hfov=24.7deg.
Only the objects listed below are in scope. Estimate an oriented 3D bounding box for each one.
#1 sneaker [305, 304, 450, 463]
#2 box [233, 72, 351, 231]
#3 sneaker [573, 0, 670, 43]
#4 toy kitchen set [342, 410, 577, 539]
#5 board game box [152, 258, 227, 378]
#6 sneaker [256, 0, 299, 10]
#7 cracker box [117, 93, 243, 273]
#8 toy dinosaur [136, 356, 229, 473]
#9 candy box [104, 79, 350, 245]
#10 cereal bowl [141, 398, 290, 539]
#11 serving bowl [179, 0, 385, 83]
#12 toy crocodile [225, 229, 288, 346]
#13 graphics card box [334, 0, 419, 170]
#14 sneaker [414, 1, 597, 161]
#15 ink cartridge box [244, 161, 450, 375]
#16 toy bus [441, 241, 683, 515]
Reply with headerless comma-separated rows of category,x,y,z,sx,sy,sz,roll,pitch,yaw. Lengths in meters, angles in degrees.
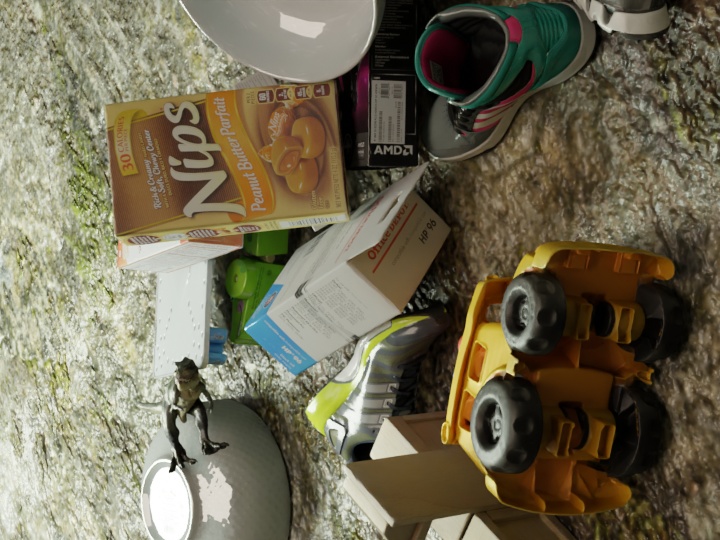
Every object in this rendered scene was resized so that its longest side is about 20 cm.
sneaker,0.028,0.102,1.436,0.081,0.074,0.200,56,137,20
box,-0.064,-0.114,1.504,0.200,0.041,0.039,58,175,46
sneaker,0.159,-0.249,1.246,0.200,0.066,0.091,35,136,40
toy kitchen set,0.045,0.246,1.337,0.200,0.162,0.181,46,124,39
board game box,-0.166,0.002,1.626,0.200,0.026,0.202,162,111,-69
sneaker,-0.070,-0.244,1.492,0.200,0.080,0.084,168,118,-71
cracker box,-0.168,-0.077,1.528,0.200,0.057,0.135,-15,71,62
toy dinosaur,-0.170,0.141,1.573,0.089,0.047,0.200,68,155,9
candy box,-0.112,-0.091,1.400,0.055,0.198,0.116,78,-174,-81
cereal bowl,-0.160,0.230,1.646,0.199,0.083,0.202,1,91,49
serving bowl,-0.061,-0.253,1.339,0.199,0.066,0.201,19,137,19
toy crocodile,-0.094,-0.027,1.570,0.062,0.067,0.202,18,103,54
graphics card box,0.011,-0.187,1.422,0.125,0.050,0.202,-170,79,-72
sneaker,0.083,-0.148,1.311,0.200,0.120,0.084,-40,61,44
ink cartridge box,0.000,0.000,1.411,0.068,0.116,0.200,43,138,-13
toy bus,0.137,0.062,1.265,0.192,0.135,0.202,-147,65,-62
